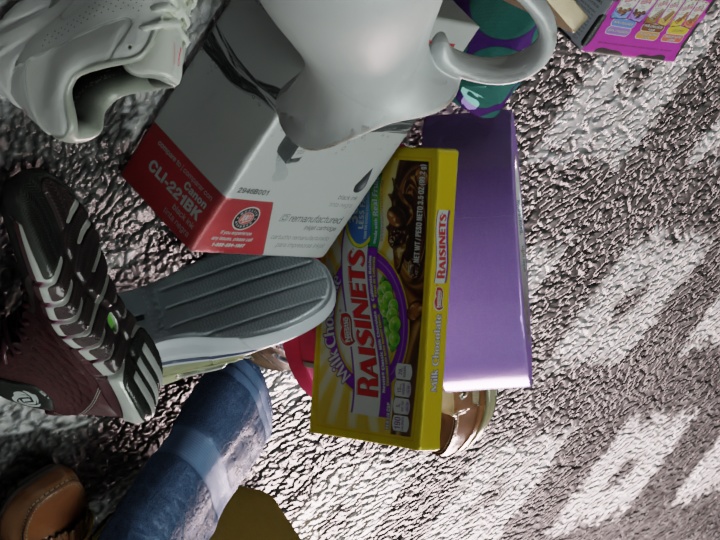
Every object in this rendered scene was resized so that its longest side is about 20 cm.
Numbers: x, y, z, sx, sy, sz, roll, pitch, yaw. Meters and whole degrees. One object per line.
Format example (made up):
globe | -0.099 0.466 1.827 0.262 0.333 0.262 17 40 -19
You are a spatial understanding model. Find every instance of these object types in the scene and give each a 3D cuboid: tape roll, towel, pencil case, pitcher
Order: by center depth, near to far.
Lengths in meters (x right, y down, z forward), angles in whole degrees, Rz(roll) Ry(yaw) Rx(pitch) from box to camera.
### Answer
pitcher | 0.021 -0.172 1.323 0.171 0.121 0.200 -11 136 0
pencil case | 0.110 -0.203 1.584 0.200 0.085 0.092 -56 -166 24
tape roll | 0.085 -0.014 1.697 0.066 0.200 0.200 -3 150 6
towel | -0.127 0.162 1.744 0.200 0.048 0.112 -57 159 -26

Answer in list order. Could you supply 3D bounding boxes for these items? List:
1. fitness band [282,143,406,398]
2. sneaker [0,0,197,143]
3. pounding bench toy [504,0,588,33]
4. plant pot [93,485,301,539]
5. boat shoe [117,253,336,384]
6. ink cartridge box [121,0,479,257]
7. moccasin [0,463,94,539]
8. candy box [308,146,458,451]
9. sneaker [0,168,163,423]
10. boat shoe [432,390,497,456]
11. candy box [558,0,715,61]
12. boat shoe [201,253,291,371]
fitness band | 0.000 0.000 1.669 0.144 0.037 0.200 -18 110 -47
sneaker | -0.118 -0.150 1.329 0.200 0.099 0.078 -49 153 10
pounding bench toy | 0.093 -0.275 1.400 0.156 0.124 0.200 -48 122 -3
plant pot | -0.118 0.302 1.866 0.194 0.200 0.195 -48 152 9
boat shoe | -0.113 0.037 1.599 0.200 0.072 0.062 -13 153 1
ink cartridge box | -0.037 -0.111 1.514 0.144 0.084 0.200 2 128 -54
moccasin | -0.224 0.217 1.730 0.074 0.078 0.202 -25 144 -32
candy box | 0.015 0.016 1.582 0.026 0.102 0.200 1 93 -46
sneaker | -0.213 0.028 1.493 0.076 0.115 0.200 -74 148 -48
boat shoe | 0.070 0.074 1.949 0.074 0.076 0.200 -19 136 -31
candy box | 0.229 -0.250 1.706 0.136 0.061 0.200 0 131 -53
boat shoe | -0.057 0.039 1.703 0.072 0.072 0.200 -23 144 35
